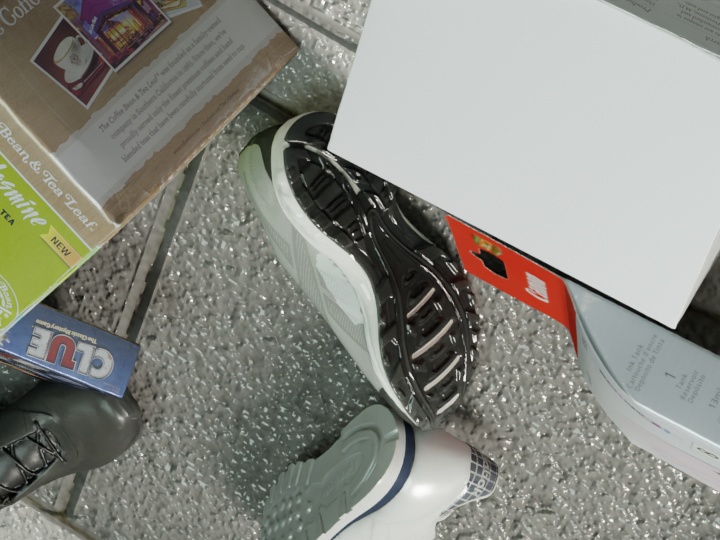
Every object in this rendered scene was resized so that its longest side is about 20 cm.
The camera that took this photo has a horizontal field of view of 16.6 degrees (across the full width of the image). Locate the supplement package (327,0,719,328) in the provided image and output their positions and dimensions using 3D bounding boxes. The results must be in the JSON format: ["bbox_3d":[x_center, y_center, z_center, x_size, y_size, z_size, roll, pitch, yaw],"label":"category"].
[{"bbox_3d":[0.108,-0.098,1.206,0.199,0.111,0.156,28,131,11],"label":"supplement package"}]

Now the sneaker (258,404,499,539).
[{"bbox_3d":[0.002,0.147,1.471,0.080,0.077,0.200,15,152,-25],"label":"sneaker"}]

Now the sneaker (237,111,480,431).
[{"bbox_3d":[0.000,0.000,1.375,0.079,0.074,0.201,-2,123,55],"label":"sneaker"}]

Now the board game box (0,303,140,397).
[{"bbox_3d":[-0.243,0.019,1.445,0.199,0.035,0.135,24,171,-27],"label":"board game box"}]

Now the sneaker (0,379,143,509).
[{"bbox_3d":[-0.218,0.118,1.564,0.199,0.091,0.076,-24,107,38],"label":"sneaker"}]

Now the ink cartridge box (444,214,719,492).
[{"bbox_3d":[0.128,0.050,1.282,0.199,0.057,0.163,24,173,10],"label":"ink cartridge box"}]

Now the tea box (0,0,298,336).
[{"bbox_3d":[-0.173,-0.074,1.327,0.134,0.200,0.197,46,133,-6],"label":"tea box"}]
